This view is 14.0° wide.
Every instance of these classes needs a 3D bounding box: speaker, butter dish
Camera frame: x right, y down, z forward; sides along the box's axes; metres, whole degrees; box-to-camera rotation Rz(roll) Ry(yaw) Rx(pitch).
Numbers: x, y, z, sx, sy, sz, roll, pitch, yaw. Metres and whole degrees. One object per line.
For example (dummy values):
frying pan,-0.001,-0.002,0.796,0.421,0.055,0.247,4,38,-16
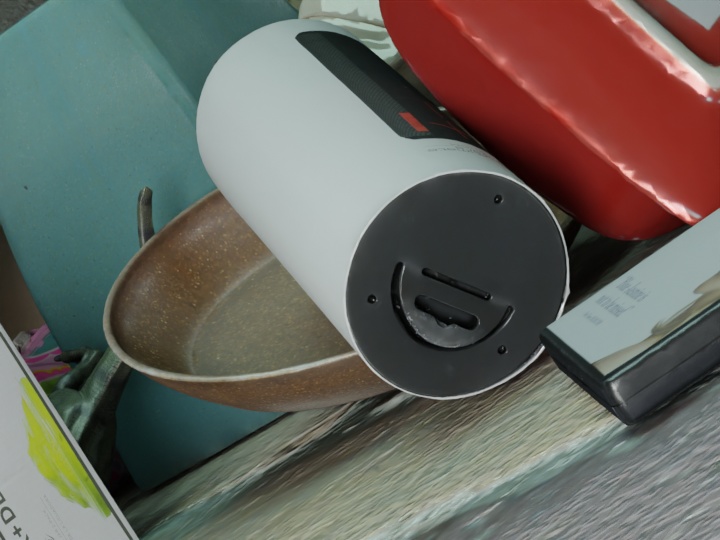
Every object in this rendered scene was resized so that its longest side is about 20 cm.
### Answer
speaker,0.003,-0.025,1.035,0.081,0.081,0.200,-34,25,-3
butter dish,0.094,-0.092,1.044,0.199,0.200,0.148,-38,-16,-34

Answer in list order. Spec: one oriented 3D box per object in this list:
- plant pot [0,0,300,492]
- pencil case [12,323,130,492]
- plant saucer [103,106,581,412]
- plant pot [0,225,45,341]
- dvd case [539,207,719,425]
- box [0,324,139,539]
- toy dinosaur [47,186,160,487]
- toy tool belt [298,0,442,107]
plant pot,-0.074,-0.039,1.290,0.141,0.201,0.141,-30,7,32
pencil case,-0.177,0.100,1.313,0.200,0.088,0.087,-40,8,-38
plant saucer,0.000,0.000,1.123,0.199,0.037,0.201,-18,24,8
plant pot,-0.142,-0.001,1.495,0.200,0.175,0.200,-32,6,4
dvd case,0.145,-0.025,0.853,0.199,0.018,0.143,-34,5,0
box,-0.180,0.109,1.112,0.200,0.117,0.060,-31,4,44
toy dinosaur,-0.116,0.067,1.206,0.088,0.047,0.201,121,170,-84
toy tool belt,0.079,-0.095,1.243,0.199,0.123,0.126,6,68,31
